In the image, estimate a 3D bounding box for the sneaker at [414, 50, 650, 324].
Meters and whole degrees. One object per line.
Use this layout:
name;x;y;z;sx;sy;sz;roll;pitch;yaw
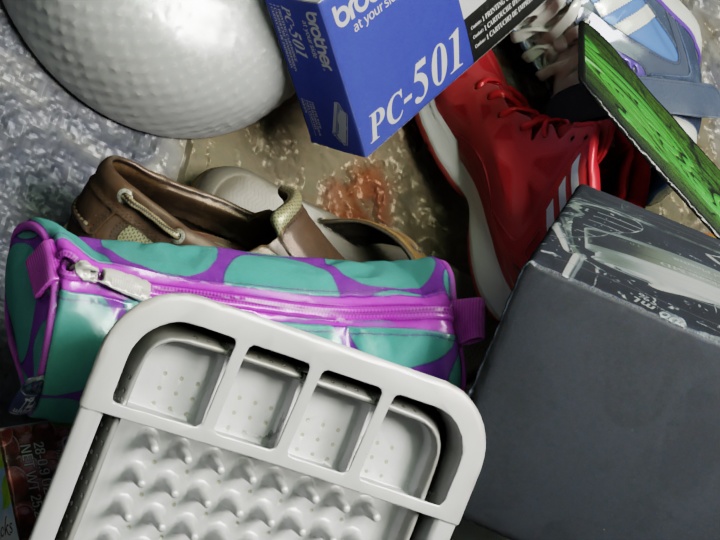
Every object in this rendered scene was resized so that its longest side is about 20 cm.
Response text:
sneaker;0.101;-0.073;1.038;0.078;0.115;0.201;5;57;-43

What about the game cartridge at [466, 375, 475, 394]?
game cartridge;0.099;0.152;1.024;0.129;0.038;0.201;-32;93;-36

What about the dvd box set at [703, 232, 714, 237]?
dvd box set;0.253;0.063;1.094;0.145;0.030;0.201;8;45;6

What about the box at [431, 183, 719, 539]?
box;0.158;0.065;0.876;0.199;0.125;0.197;23;18;7

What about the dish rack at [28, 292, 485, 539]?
dish rack;-0.056;0.117;0.782;0.171;0.044;0.201;20;95;-23

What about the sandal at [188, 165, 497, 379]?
sandal;0.000;0.000;0.992;0.199;0.054;0.082;31;57;-25

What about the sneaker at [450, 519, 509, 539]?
sneaker;0.053;0.190;0.940;0.076;0.092;0.201;21;92;-44

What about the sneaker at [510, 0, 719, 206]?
sneaker;0.125;-0.123;1.115;0.200;0.080;0.147;34;51;-28

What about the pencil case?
pencil case;-0.053;0.028;0.831;0.199;0.092;0.086;5;62;-18

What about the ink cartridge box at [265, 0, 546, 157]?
ink cartridge box;0.040;-0.155;0.999;0.200;0.044;0.094;-43;132;-29

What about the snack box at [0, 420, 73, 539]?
snack box;-0.080;0.162;0.862;0.168;0.068;0.201;-5;77;-35

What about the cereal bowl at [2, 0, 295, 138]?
cereal bowl;-0.085;-0.174;0.978;0.199;0.083;0.201;14;64;-32

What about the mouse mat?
mouse mat;0.184;-0.048;1.028;0.200;0.008;0.161;45;18;-10

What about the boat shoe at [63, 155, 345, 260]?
boat shoe;-0.040;-0.001;0.908;0.201;0.075;0.075;16;24;-14
